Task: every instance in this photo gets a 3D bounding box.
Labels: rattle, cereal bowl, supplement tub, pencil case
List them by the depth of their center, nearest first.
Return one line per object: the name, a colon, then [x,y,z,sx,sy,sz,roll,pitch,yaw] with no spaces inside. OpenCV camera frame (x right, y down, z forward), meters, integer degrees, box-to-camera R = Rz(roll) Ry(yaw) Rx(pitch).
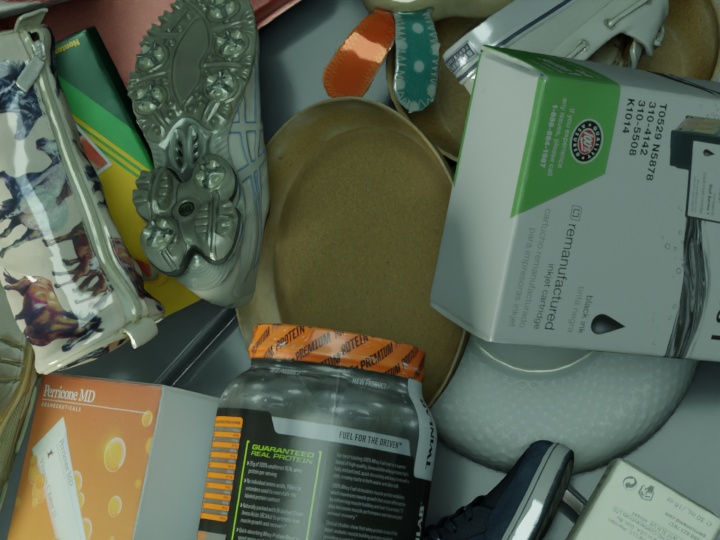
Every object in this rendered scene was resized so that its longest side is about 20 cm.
supplement tub: [-0.026,0.134,1.226,0.122,0.123,0.201,9,84,7]
pencil case: [-0.175,-0.040,1.266,0.078,0.089,0.201,-19,83,-37]
rattle: [0.050,-0.202,1.315,0.200,0.143,0.130,-39,72,-25]
cereal bowl: [0.104,0.019,1.332,0.199,0.083,0.201,-1,82,7]

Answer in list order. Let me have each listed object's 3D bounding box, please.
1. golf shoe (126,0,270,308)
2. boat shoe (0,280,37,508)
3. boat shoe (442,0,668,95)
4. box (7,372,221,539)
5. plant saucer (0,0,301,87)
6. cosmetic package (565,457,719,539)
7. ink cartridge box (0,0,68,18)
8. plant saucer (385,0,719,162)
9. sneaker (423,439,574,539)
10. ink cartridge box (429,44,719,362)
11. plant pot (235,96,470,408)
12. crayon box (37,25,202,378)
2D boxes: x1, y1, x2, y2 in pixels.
golf shoe: [-0.088,-0.071,1.339,0.078,0.097,0.201,-6,61,18]
boat shoe: [-0.227,0.086,1.328,0.073,0.063,0.202,10,95,7]
boat shoe: [0.138,-0.142,1.293,0.200,0.071,0.070,-34,88,-32]
box: [-0.131,0.167,1.299,0.124,0.097,0.201,2,78,49]
plant saucer: [-0.153,-0.199,1.416,0.199,0.037,0.200,-35,80,0]
cosmetic package: [0.124,0.210,1.288,0.071,0.105,0.200,30,84,6]
ink cartridge box: [-0.274,-0.181,1.332,0.199,0.145,0.084,-11,91,29]
plant saucer: [0.115,-0.121,1.342,0.199,0.036,0.201,-6,51,7]
sneaker: [0.020,0.154,1.309,0.146,0.077,0.203,35,101,10]
ink cartridge box: [0.153,-0.032,1.227,0.199,0.084,0.147,5,103,-25]
plant pot: [0.000,0.000,1.323,0.200,0.027,0.201,2,92,46]
crayon box: [-0.211,-0.025,1.358,0.199,0.058,0.173,-26,98,3]
